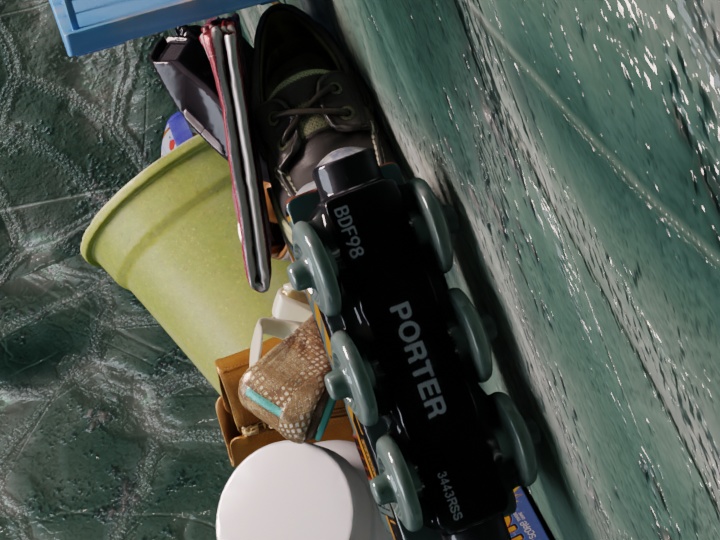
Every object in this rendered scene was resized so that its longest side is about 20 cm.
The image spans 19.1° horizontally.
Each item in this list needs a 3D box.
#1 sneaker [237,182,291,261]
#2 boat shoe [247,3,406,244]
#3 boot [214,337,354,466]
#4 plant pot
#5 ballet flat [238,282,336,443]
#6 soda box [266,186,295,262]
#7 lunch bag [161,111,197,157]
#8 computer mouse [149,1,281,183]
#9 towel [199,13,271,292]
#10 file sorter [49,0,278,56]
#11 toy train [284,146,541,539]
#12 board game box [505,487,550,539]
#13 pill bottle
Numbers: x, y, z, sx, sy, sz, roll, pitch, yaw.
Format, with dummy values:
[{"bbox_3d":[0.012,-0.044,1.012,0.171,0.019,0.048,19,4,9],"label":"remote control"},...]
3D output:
[{"bbox_3d":[-0.044,-0.038,1.463,0.200,0.084,0.073,78,168,-73],"label":"sneaker"},{"bbox_3d":[-0.027,-0.077,1.141,0.201,0.071,0.066,-110,-4,-55],"label":"boat shoe"},{"bbox_3d":[-0.022,0.110,1.483,0.071,0.143,0.202,-116,6,-50],"label":"boot"},{"bbox_3d":[-0.089,0.006,1.688,0.185,0.200,0.201,55,173,13],"label":"plant pot"},{"bbox_3d":[-0.029,0.036,1.313,0.200,0.065,0.071,-61,-7,-66],"label":"ballet flat"},{"bbox_3d":[0.000,0.000,1.226,0.200,0.063,0.069,-122,12,-66],"label":"soda box"},{"bbox_3d":[-0.131,-0.055,2.185,0.201,0.123,0.170,62,180,-26],"label":"lunch bag"},{"bbox_3d":[-0.080,-0.131,1.379,0.200,0.140,0.046,40,132,4],"label":"computer mouse"},{"bbox_3d":[-0.069,-0.070,1.210,0.200,0.023,0.145,-107,9,-81],"label":"towel"},{"bbox_3d":[-0.121,-0.214,1.220,0.200,0.138,0.124,-126,21,-71],"label":"file sorter"},{"bbox_3d":[0.018,0.041,1.010,0.114,0.085,0.202,168,81,-79],"label":"toy train"},{"bbox_3d":[0.106,0.217,1.154,0.136,0.034,0.201,-118,8,-54],"label":"board game box"},{"bbox_3d":[-0.002,0.170,1.337,0.200,0.116,0.117,30,-147,-59],"label":"pill bottle"}]
